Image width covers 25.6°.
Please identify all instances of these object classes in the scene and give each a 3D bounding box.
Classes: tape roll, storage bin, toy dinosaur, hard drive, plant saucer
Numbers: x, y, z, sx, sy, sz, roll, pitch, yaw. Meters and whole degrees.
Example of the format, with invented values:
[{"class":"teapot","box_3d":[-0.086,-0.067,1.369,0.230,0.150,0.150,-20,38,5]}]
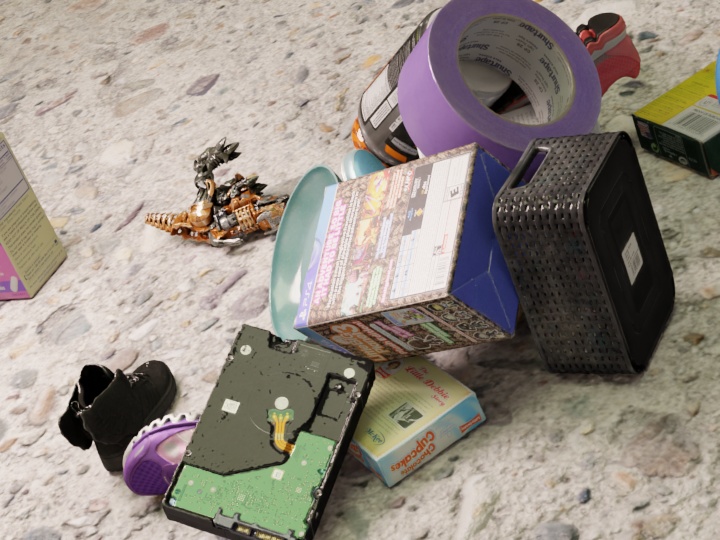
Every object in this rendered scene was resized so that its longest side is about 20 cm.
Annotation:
[{"class":"tape roll","box_3d":[0.144,-0.186,1.649,0.200,0.200,0.085,-46,-3,-35]},{"class":"storage bin","box_3d":[0.211,-0.014,1.470,0.093,0.201,0.135,-3,35,33]},{"class":"toy dinosaur","box_3d":[-0.179,-0.082,1.978,0.199,0.102,0.136,6,53,8]},{"class":"hard drive","box_3d":[-0.082,0.156,1.466,0.139,0.038,0.201,14,59,13]},{"class":"plant saucer","box_3d":[-0.046,-0.013,1.714,0.036,0.201,0.200,11,19,-23]}]

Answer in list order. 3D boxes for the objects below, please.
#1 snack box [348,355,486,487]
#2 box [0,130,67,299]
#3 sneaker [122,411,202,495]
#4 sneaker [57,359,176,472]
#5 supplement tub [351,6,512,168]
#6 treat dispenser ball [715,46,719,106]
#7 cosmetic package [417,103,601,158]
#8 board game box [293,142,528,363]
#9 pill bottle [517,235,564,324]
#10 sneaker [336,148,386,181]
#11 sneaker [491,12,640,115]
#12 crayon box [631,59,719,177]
[{"class":"snack box","box_3d":[0.021,0.126,1.543,0.116,0.037,0.200,-33,31,-14]},{"class":"box","box_3d":[-0.512,-0.065,2.068,0.175,0.201,0.097,-3,34,30]},{"class":"sneaker","box_3d":[-0.139,0.185,1.527,0.199,0.081,0.089,-15,38,13]},{"class":"sneaker","box_3d":[-0.254,0.130,1.662,0.060,0.105,0.200,-12,31,20]},{"class":"supplement tub","box_3d":[0.076,-0.196,1.805,0.123,0.122,0.200,-52,4,-41]},{"class":"treat dispenser ball","box_3d":[0.458,-0.199,1.596,0.200,0.202,0.201,-17,30,10]},{"class":"cosmetic package","box_3d":[0.173,-0.117,1.756,0.199,0.071,0.102,-17,66,10]},{"class":"board game box","box_3d":[0.052,-0.010,1.507,0.199,0.097,0.160,-13,55,43]},{"class":"pill bottle","box_3d":[0.186,-0.031,1.607,0.199,0.111,0.111,-33,31,-16]},{"class":"sneaker","box_3d":[0.057,-0.082,1.692,0.079,0.131,0.200,-12,57,-40]},{"class":"sneaker","box_3d":[0.227,-0.200,1.784,0.200,0.087,0.074,-33,24,16]},{"class":"crayon box","box_3d":[0.418,-0.187,1.758,0.199,0.051,0.127,-32,31,-14]}]
